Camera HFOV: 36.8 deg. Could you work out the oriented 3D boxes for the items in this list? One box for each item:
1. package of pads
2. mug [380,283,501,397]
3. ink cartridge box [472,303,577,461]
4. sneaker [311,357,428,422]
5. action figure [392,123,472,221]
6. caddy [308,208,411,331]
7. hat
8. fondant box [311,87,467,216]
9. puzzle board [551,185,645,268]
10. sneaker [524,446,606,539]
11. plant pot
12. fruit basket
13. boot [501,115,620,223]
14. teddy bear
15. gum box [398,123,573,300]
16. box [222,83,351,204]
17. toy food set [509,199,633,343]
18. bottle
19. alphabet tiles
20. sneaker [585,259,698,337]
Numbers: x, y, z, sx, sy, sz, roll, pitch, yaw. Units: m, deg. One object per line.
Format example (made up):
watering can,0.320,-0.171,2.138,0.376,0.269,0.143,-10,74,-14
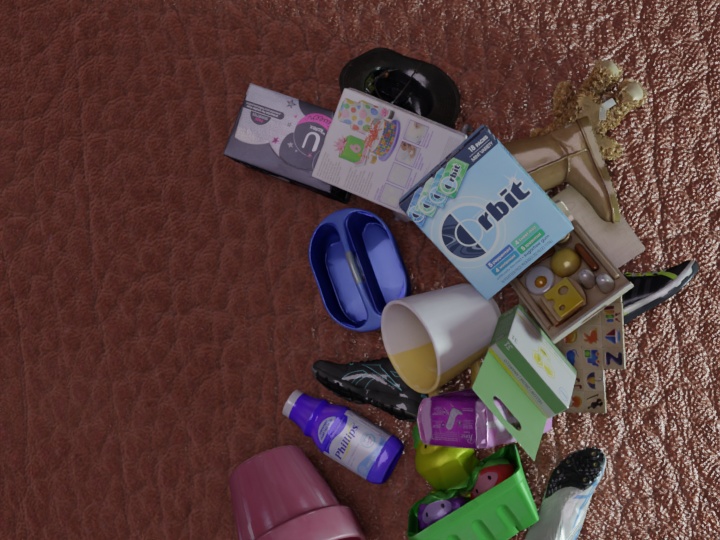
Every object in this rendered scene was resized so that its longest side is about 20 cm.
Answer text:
package of pads,0.187,0.214,1.600,0.120,0.200,0.076,-3,89,38
mug,0.132,0.104,1.672,0.153,0.187,0.149,-22,53,-28
ink cartridge box,0.240,0.157,1.561,0.048,0.200,0.146,-35,101,30
sneaker,0.019,0.177,1.735,0.199,0.075,0.080,19,69,14
action figure,0.118,-0.157,1.720,0.193,0.105,0.200,-41,77,-3
caddy,0.000,0.000,1.727,0.141,0.105,0.201,-22,80,12
hat,0.056,-0.264,1.744,0.200,0.081,0.201,8,53,-10
fondant box,0.045,-0.175,1.643,0.199,0.058,0.145,23,105,3
puzzle board,0.321,-0.037,1.700,0.200,0.017,0.151,-35,79,9
sneaker,0.314,0.360,1.644,0.072,0.072,0.200,23,77,40
plant pot,-0.116,0.383,1.686,0.200,0.200,0.179,-32,62,9
fruit basket,0.149,0.321,1.649,0.214,0.156,0.217,1,99,4
boot,0.275,-0.124,1.638,0.199,0.066,0.176,-20,85,11
teddy bear,0.356,-0.238,1.692,0.145,0.067,0.201,26,88,0
gum box,0.184,-0.084,1.597,0.170,0.045,0.200,-41,102,15
box,-0.100,-0.209,1.769,0.199,0.115,0.133,21,90,14
toy food set,0.298,0.000,1.629,0.143,0.060,0.200,-38,48,7
bottle,-0.031,0.260,1.730,0.200,0.065,0.084,30,93,15
alphabet tiles,0.323,0.117,1.652,0.167,0.008,0.201,-3,92,33
sneaker,0.414,0.026,1.640,0.200,0.072,0.083,-32,79,9
